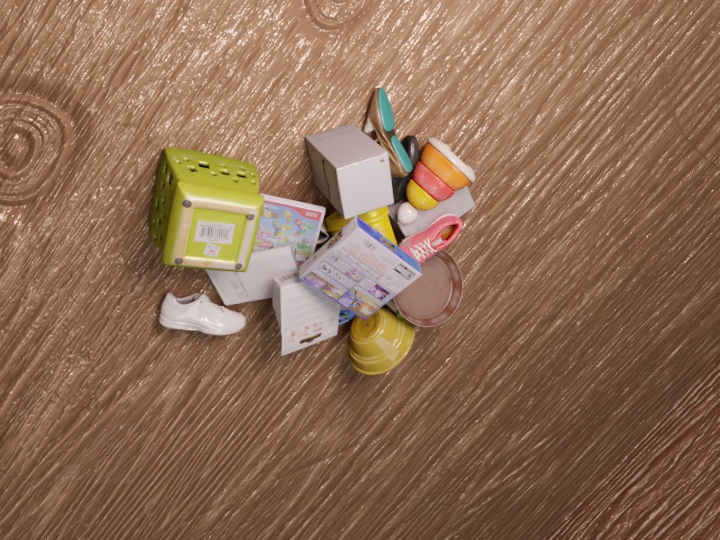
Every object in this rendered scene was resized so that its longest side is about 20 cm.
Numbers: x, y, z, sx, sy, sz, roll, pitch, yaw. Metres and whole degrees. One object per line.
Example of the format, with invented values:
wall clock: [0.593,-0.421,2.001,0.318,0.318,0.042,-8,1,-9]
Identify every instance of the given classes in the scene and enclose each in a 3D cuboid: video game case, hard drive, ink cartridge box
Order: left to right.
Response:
hard drive: [-0.235,0.014,1.300,0.198,0.027,0.133,-10,134,7]
video game case: [-0.166,-0.072,1.253,0.141,0.018,0.201,11,133,-10]
ink cartridge box: [-0.123,0.087,1.320,0.159,0.047,0.202,-18,132,-30]
video game case: [0.000,0.000,1.227,0.199,0.046,0.181,35,119,-31]

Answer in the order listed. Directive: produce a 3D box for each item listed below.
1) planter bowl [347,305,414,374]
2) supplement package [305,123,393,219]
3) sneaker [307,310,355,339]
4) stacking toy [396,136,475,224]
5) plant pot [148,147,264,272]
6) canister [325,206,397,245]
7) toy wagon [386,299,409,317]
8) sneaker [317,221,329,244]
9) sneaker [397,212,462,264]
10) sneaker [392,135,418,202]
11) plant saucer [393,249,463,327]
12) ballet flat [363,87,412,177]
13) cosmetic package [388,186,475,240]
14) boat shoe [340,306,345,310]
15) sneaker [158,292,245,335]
planter bowl: [0.033,0.157,1.463,0.200,0.201,0.084,-40,133,1]
supplement package: [-0.025,-0.215,1.208,0.116,0.200,0.118,-19,126,-15]
sneaker: [-0.084,0.102,1.461,0.199,0.066,0.079,-25,124,-10]
stacking toy: [0.152,-0.191,1.316,0.146,0.146,0.200,34,105,-37]
plant pot: [-0.305,-0.110,1.146,0.198,0.182,0.201,7,117,-28]
canister: [0.017,-0.046,1.321,0.147,0.087,0.202,-9,111,28]
toy wagon: [0.105,0.046,1.474,0.198,0.157,0.040,5,152,-28]
sneaker: [-0.165,-0.087,1.299,0.198,0.071,0.074,-11,124,-20]
sneaker: [0.160,-0.067,1.352,0.200,0.087,0.074,-40,102,-3]
sneaker: [0.061,-0.222,1.336,0.103,0.060,0.201,0,122,-31]
plant saucer: [0.162,0.038,1.425,0.198,0.034,0.203,0,89,-19]
ballet flat: [0.050,-0.299,1.269,0.072,0.068,0.202,-14,105,33]
cosmetic package: [0.173,-0.157,1.421,0.199,0.081,0.113,-36,129,-3]
boat shoe: [-0.085,0.078,1.407,0.199,0.059,0.073,-21,89,-29]
sneaker: [-0.356,0.093,1.316,0.198,0.075,0.089,7,111,-28]
